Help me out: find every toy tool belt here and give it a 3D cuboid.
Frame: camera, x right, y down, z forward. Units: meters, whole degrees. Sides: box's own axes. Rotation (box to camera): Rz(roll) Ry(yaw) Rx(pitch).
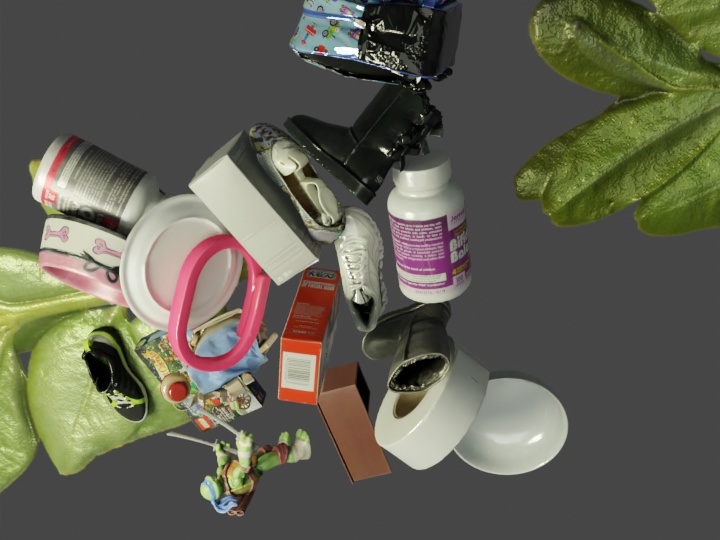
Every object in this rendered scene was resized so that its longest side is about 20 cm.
[{"bbox_3d":[-0.224,0.149,1.256,0.199,0.123,0.126,-38,113,-12],"label":"toy tool belt"}]

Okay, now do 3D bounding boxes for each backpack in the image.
[{"bbox_3d":[0.018,-0.307,0.985,0.197,0.183,0.136,13,113,13],"label":"backpack"}]

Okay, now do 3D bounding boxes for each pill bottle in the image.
[{"bbox_3d":[0.098,-0.065,1.141,0.110,0.113,0.202,-5,119,10],"label":"pill bottle"},{"bbox_3d":[-0.366,-0.110,1.175,0.198,0.111,0.111,27,119,-8],"label":"pill bottle"}]

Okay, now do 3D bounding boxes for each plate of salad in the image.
[{"bbox_3d":[-0.258,-0.012,1.151,0.048,0.199,0.202,20,131,44],"label":"plate of salad"}]

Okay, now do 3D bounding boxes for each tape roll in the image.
[{"bbox_3d":[0.109,0.203,1.240,0.070,0.203,0.203,36,118,-13],"label":"tape roll"}]

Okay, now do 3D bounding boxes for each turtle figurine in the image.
[{"bbox_3d":[-0.195,0.293,1.352,0.192,0.201,0.145,-9,139,-38],"label":"turtle figurine"}]

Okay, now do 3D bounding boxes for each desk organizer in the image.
[{"bbox_3d":[-0.010,0.260,1.363,0.076,0.072,0.202,-15,117,12],"label":"desk organizer"}]

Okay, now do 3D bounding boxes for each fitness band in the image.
[{"bbox_3d":[-0.207,0.048,1.165,0.142,0.037,0.203,9,97,-42],"label":"fitness band"}]

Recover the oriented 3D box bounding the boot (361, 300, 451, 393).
[{"bbox_3d":[0.065,0.127,1.202,0.181,0.201,0.073,-36,110,24],"label":"boot"}]

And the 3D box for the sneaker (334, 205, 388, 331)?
[{"bbox_3d":[0.000,0.000,1.210,0.074,0.081,0.202,-7,117,13],"label":"sneaker"}]

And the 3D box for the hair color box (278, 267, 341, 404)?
[{"bbox_3d":[-0.074,0.093,1.201,0.063,0.201,0.112,7,121,2],"label":"hair color box"}]

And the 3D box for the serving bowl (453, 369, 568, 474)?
[{"bbox_3d":[0.241,0.241,1.323,0.197,0.066,0.203,3,120,5],"label":"serving bowl"}]

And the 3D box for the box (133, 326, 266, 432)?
[{"bbox_3d":[-0.272,0.175,1.366,0.135,0.038,0.201,-26,113,20],"label":"box"}]

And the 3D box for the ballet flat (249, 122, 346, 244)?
[{"bbox_3d":[-0.081,-0.132,1.132,0.072,0.072,0.202,-31,98,22],"label":"ballet flat"}]

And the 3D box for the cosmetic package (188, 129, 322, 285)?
[{"bbox_3d":[-0.145,-0.091,1.162,0.090,0.107,0.201,-30,114,21],"label":"cosmetic package"}]

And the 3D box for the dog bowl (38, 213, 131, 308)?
[{"bbox_3d":[-0.386,-0.007,1.191,0.197,0.075,0.200,19,164,6],"label":"dog bowl"}]

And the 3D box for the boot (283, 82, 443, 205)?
[{"bbox_3d":[0.005,-0.200,1.087,0.163,0.198,0.073,-49,149,3],"label":"boot"}]

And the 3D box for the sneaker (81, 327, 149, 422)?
[{"bbox_3d":[-0.432,0.195,1.372,0.071,0.083,0.202,-12,117,14],"label":"sneaker"}]

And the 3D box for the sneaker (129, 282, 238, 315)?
[{"bbox_3d":[-0.294,0.048,1.252,0.198,0.116,0.076,-19,116,16],"label":"sneaker"}]
